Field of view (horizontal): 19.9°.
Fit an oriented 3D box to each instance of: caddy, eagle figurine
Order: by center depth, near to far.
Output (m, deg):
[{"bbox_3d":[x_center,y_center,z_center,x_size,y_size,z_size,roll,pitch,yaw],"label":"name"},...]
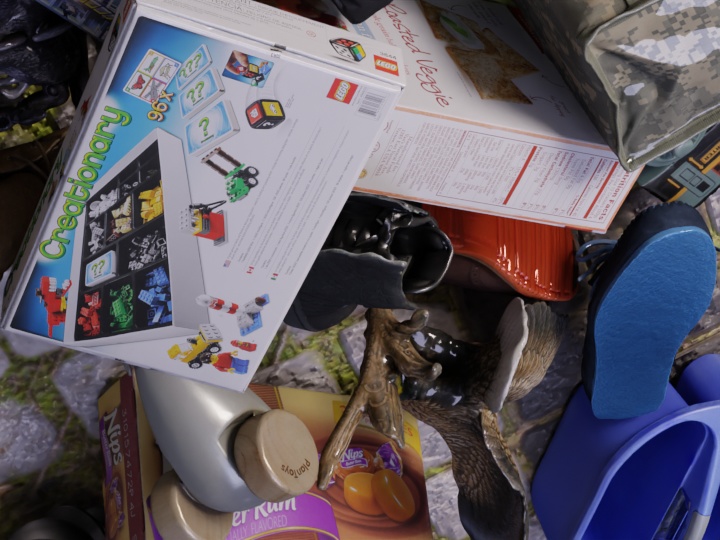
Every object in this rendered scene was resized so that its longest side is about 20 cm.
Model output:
[{"bbox_3d":[0.064,0.082,1.209,0.152,0.151,0.200,-47,132,9],"label":"eagle figurine"},{"bbox_3d":[0.202,0.148,1.375,0.141,0.105,0.201,2,129,-24],"label":"caddy"}]

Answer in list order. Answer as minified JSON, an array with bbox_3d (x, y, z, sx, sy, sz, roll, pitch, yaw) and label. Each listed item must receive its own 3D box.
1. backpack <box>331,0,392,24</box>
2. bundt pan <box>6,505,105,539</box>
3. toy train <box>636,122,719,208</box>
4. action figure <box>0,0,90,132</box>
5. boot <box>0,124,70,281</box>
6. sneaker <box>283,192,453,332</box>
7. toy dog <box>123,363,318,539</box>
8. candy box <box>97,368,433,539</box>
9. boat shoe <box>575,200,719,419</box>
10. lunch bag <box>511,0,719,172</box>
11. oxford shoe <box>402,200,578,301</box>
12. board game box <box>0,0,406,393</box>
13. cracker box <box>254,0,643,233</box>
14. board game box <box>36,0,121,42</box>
[{"bbox_3d":[0.058,-0.230,0.962,0.199,0.154,0.163,-14,132,20],"label":"backpack"},{"bbox_3d":[-0.137,0.208,1.226,0.201,0.202,0.076,9,114,-30],"label":"bundt pan"},{"bbox_3d":[0.214,-0.121,1.164,0.200,0.085,0.114,-44,145,14],"label":"toy train"},{"bbox_3d":[-0.201,-0.108,0.970,0.199,0.102,0.120,-26,121,-32],"label":"action figure"},{"bbox_3d":[-0.173,-0.040,1.006,0.075,0.200,0.074,-39,90,17],"label":"boot"},{"bbox_3d":[0.001,-0.003,1.061,0.104,0.060,0.200,9,168,18],"label":"sneaker"},{"bbox_3d":[-0.088,0.054,1.144,0.131,0.096,0.201,-5,105,27],"label":"toy dog"},{"bbox_3d":[-0.056,0.131,1.234,0.199,0.117,0.056,11,149,-31],"label":"candy box"},{"bbox_3d":[0.160,0.016,1.238,0.084,0.069,0.200,0,145,-12],"label":"boat shoe"},{"bbox_3d":[0.178,-0.172,1.036,0.199,0.164,0.118,-27,138,0],"label":"lunch bag"},{"bbox_3d":[0.056,-0.024,1.201,0.072,0.072,0.199,-14,155,38],"label":"oxford shoe"},{"bbox_3d":[-0.076,-0.035,0.937,0.126,0.035,0.200,16,128,-17],"label":"board game box"},{"bbox_3d":[0.036,-0.093,1.066,0.199,0.134,0.058,9,125,-31],"label":"cracker box"},{"bbox_3d":[-0.117,-0.195,0.858,0.199,0.062,0.200,32,138,-12],"label":"board game box"}]
